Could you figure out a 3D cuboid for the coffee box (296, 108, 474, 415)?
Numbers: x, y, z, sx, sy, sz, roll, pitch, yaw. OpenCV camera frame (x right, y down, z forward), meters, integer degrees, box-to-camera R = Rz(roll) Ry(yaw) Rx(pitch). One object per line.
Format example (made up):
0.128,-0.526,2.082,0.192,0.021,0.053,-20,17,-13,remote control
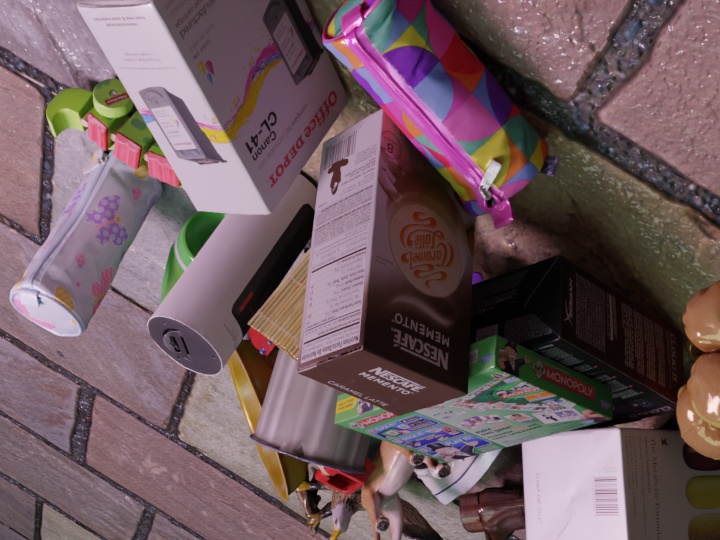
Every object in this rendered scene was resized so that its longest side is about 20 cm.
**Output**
0.025,-0.005,0.853,0.114,0.202,0.079,25,148,-35,coffee box

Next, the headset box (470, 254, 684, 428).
0.172,0.076,0.940,0.199,0.076,0.148,28,147,-35,headset box

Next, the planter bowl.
-0.085,0.157,1.270,0.200,0.083,0.202,159,90,-77,planter bowl

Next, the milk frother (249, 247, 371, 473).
0.025,0.099,1.044,0.198,0.190,0.180,15,177,32,milk frother

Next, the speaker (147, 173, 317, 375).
-0.112,-0.002,1.016,0.080,0.201,0.082,22,146,16,speaker

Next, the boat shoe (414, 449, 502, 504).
0.101,0.195,1.223,0.086,0.075,0.202,39,154,5,boat shoe

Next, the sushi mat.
0.000,0.000,0.965,0.095,0.200,0.012,40,-178,-9,sushi mat

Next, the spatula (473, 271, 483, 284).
0.146,0.030,0.967,0.197,0.021,0.057,6,136,10,spatula

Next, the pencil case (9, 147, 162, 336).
-0.276,-0.032,1.120,0.082,0.201,0.091,18,152,8,pencil case

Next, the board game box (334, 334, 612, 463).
0.090,0.113,0.915,0.134,0.029,0.199,25,147,-31,board game box

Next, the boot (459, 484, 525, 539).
0.226,0.259,1.203,0.198,0.065,0.186,-12,167,19,boot

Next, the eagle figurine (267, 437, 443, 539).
0.005,0.268,1.332,0.198,0.153,0.151,-18,148,30,eagle figurine

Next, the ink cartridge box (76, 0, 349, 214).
-0.105,-0.166,0.852,0.085,0.148,0.201,6,140,35,ink cartridge box

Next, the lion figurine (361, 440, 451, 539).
0.037,0.209,1.164,0.072,0.201,0.123,24,-165,-27,lion figurine

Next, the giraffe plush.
0.316,0.093,0.867,0.198,0.175,0.162,2,163,-18,giraffe plush

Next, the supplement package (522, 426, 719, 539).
0.250,0.200,0.978,0.199,0.115,0.109,8,165,-40,supplement package

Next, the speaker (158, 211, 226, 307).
-0.171,0.016,1.194,0.088,0.089,0.200,31,147,2,speaker

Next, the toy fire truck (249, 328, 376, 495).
-0.051,0.126,1.177,0.199,0.141,0.049,38,146,-2,toy fire truck

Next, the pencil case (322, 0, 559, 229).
0.060,-0.130,0.823,0.200,0.089,0.088,46,144,-18,pencil case

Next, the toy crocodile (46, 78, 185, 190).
-0.211,-0.125,1.068,0.198,0.062,0.068,28,147,6,toy crocodile
